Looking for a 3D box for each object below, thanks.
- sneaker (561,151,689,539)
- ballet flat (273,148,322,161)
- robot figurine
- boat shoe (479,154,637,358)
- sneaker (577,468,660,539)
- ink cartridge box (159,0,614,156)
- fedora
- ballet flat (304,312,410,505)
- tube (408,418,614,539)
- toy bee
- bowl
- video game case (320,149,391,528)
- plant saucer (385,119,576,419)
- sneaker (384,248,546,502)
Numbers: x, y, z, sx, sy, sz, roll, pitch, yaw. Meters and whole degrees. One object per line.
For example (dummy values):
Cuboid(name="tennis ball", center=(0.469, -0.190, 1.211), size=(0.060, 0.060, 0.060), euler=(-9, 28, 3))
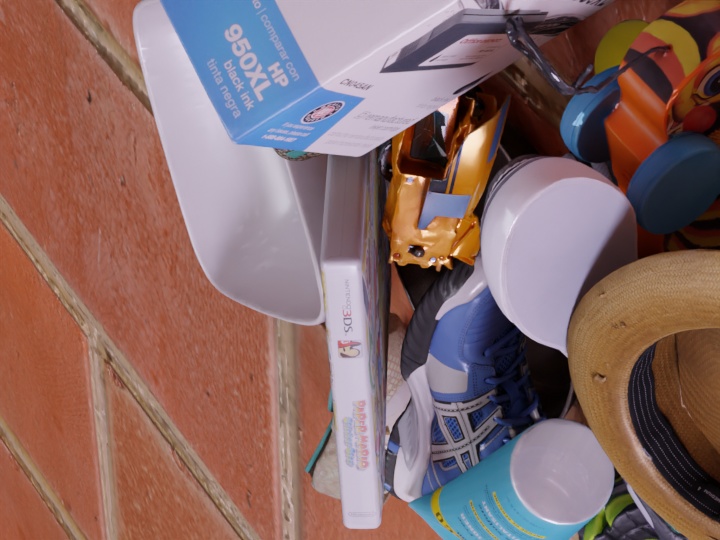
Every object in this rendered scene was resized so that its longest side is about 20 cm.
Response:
Cuboid(name="sneaker", center=(0.138, 0.039, 1.286), size=(0.088, 0.074, 0.200), euler=(120, 137, -77))
Cuboid(name="ballet flat", center=(-0.023, -0.139, 1.353), size=(0.075, 0.068, 0.200), euler=(-34, 40, 42))
Cuboid(name="robot figurine", center=(0.047, -0.109, 1.283), size=(0.145, 0.058, 0.200), euler=(-95, 16, -56))
Cuboid(name="boat shoe", center=(0.085, -0.010, 1.153), size=(0.066, 0.070, 0.200), euler=(48, -175, 28))
Cuboid(name="sneaker", center=(0.144, 0.147, 1.369), size=(0.200, 0.074, 0.081), euler=(89, 177, -51))
Cuboid(name="ink cartridge box", center=(0.036, -0.133, 1.118), size=(0.084, 0.200, 0.145), euler=(63, -160, 10))
Cuboid(name="fedora", center=(0.184, 0.049, 1.113), size=(0.200, 0.082, 0.201), euler=(26, 142, 22))
Cuboid(name="ballet flat", center=(0.013, 0.089, 1.631), size=(0.062, 0.067, 0.200), euler=(34, 153, 9))
Cuboid(name="tube", center=(0.074, 0.120, 1.334), size=(0.077, 0.050, 0.200), euler=(47, 161, 5))
Cuboid(name="toy bee", center=(0.146, -0.067, 1.138), size=(0.131, 0.109, 0.200), euler=(52, 179, 13))
Cuboid(name="bowl", center=(-0.052, -0.078, 1.589), size=(0.200, 0.075, 0.200), euler=(15, 125, 63))
Cuboid(name="video game case", center=(0.000, 0.000, 1.391), size=(0.200, 0.023, 0.182), euler=(-86, -6, -49))
Cuboid(name="plant saucer", center=(0.070, -0.010, 1.428), size=(0.200, 0.032, 0.200), euler=(48, 149, 41))
Cuboid(name="sneaker", center=(0.066, 0.059, 1.389), size=(0.077, 0.076, 0.200), euler=(31, 143, 22))
